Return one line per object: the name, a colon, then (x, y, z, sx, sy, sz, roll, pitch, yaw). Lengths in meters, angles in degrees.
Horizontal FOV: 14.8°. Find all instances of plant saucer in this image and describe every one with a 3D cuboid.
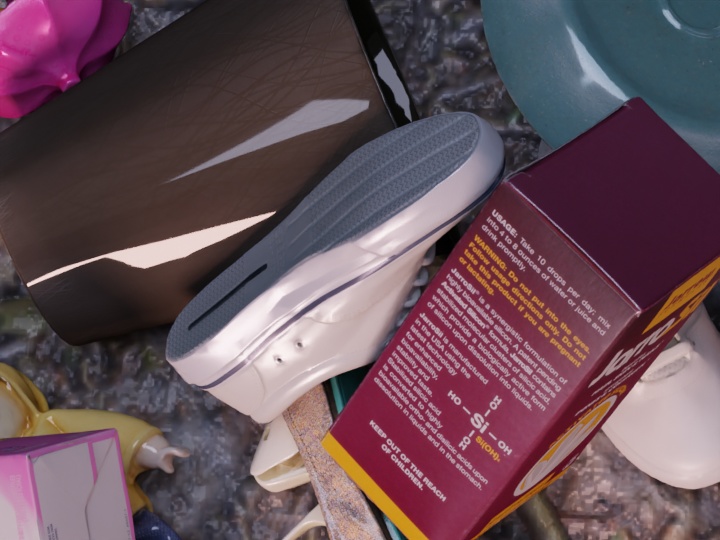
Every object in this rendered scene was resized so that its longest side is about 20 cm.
plant saucer: (0.157, -0.123, 1.343, 0.199, 0.036, 0.200, 8, 62, -15)

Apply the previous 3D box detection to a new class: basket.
basket: (-0.073, -0.051, 1.369, 0.200, 0.136, 0.181, -24, 71, 7)

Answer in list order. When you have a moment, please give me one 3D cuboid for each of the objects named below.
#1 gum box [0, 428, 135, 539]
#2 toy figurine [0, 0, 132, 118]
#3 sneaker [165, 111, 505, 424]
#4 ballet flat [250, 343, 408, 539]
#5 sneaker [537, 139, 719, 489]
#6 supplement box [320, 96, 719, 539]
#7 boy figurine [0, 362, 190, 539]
gum box: (-0.160, 0.180, 1.300, 0.113, 0.066, 0.201, -7, 93, 37)
toy figurine: (-0.203, -0.160, 1.444, 0.184, 0.150, 0.200, 24, 55, 3)
sneaker: (0.000, 0.000, 1.284, 0.200, 0.071, 0.073, -35, 31, 29)
ballet flat: (-0.015, 0.108, 1.345, 0.067, 0.068, 0.200, -23, 70, 12)
sneaker: (0.127, 0.008, 1.333, 0.075, 0.089, 0.200, -22, 72, 2)
supplement box: (0.080, 0.030, 1.265, 0.086, 0.200, 0.110, 46, 44, 13)
boy figurine: (-0.142, 0.116, 1.367, 0.124, 0.064, 0.200, -39, 74, 5)
